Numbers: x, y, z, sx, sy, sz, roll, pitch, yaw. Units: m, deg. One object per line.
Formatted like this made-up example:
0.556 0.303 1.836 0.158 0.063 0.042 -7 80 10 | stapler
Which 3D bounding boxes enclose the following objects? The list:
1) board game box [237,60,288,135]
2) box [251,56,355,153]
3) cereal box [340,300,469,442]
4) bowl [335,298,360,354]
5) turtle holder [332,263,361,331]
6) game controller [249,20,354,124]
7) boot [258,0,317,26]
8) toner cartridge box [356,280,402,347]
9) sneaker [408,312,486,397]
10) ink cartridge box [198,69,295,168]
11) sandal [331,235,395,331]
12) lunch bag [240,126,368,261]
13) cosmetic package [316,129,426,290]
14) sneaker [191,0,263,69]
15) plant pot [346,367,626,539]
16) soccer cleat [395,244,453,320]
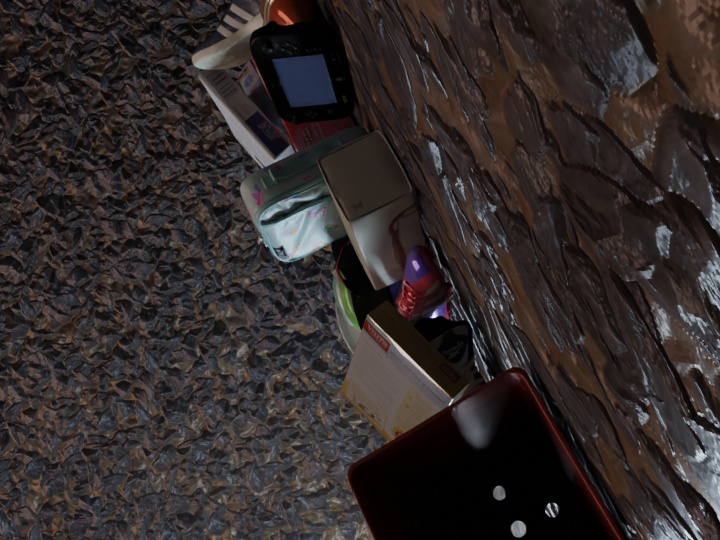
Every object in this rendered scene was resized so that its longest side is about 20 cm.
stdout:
-0.112 -0.267 1.416 0.199 0.041 0.200 33 -166 -28 | board game box
-0.082 -0.255 1.224 0.201 0.095 0.100 64 179 10 | box
0.050 0.147 1.027 0.144 0.039 0.201 44 147 18 | cereal box
0.055 0.079 1.458 0.200 0.090 0.203 29 -134 -36 | bowl
0.031 0.042 1.331 0.186 0.141 0.131 49 159 -19 | turtle holder
-0.067 -0.239 1.005 0.200 0.103 0.043 68 -152 -70 | game controller
-0.083 -0.287 1.075 0.108 0.075 0.200 57 169 12 | boot
0.054 0.074 1.177 0.095 0.043 0.201 60 -147 -32 | toner cartridge box
0.122 0.129 1.016 0.199 0.079 0.130 50 159 28 | sneaker
-0.159 -0.209 1.294 0.200 0.041 0.200 48 174 18 | ink cartridge box
0.000 0.000 1.128 0.045 0.075 0.201 35 -152 -46 | sandal
-0.058 -0.100 1.095 0.077 0.199 0.161 60 175 25 | lunch bag
0.021 -0.070 1.022 0.200 0.087 0.104 66 179 -65 | cosmetic package
-0.165 -0.355 1.145 0.075 0.199 0.085 -6 -104 -60 | sneaker
0.137 0.244 0.792 0.201 0.199 0.176 62 -169 29 | plant pot
0.076 0.032 1.045 0.067 0.076 0.200 61 178 23 | soccer cleat
